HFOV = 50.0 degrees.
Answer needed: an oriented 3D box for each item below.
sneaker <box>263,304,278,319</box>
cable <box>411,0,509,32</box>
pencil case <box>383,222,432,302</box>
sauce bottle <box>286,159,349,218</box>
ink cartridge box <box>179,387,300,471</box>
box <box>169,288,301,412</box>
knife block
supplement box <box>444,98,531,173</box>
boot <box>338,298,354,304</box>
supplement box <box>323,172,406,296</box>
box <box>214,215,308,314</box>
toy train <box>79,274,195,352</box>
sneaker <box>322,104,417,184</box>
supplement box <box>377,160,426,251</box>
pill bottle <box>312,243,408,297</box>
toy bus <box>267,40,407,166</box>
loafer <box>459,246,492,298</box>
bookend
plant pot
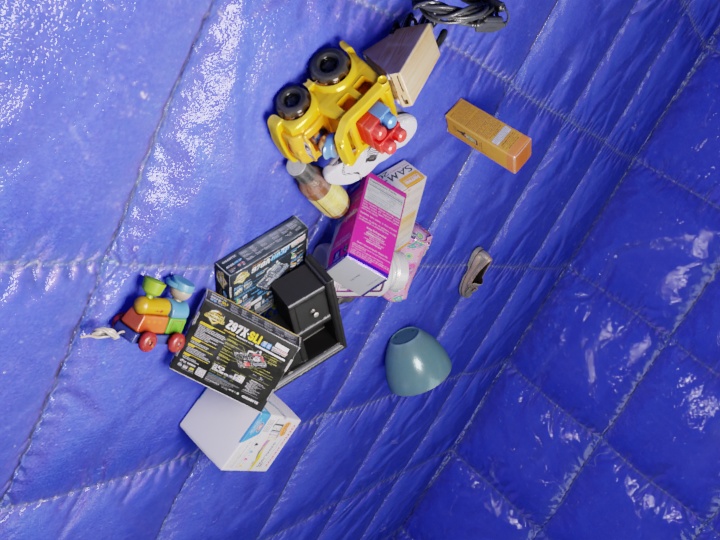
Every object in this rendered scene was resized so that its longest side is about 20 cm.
[{"bbox_3d":[-0.176,0.135,1.609,0.081,0.071,0.203,19,108,-25],"label":"sneaker"},{"bbox_3d":[0.160,-0.470,1.335,0.197,0.164,0.051,-16,145,-40],"label":"cable"},{"bbox_3d":[0.109,-0.020,1.903,0.087,0.087,0.203,-18,139,-49],"label":"pencil case"},{"bbox_3d":[-0.078,-0.158,1.434,0.066,0.066,0.200,-51,156,-2],"label":"sauce bottle"},{"bbox_3d":[-0.253,0.328,1.658,0.148,0.144,0.200,-53,155,1],"label":"ink cartridge box"},{"bbox_3d":[-0.231,0.151,1.424,0.162,0.197,0.050,-58,-166,17],"label":"box"},{"bbox_3d":[0.100,-0.378,1.323,0.173,0.201,0.065,-32,126,-2],"label":"knife block"},{"bbox_3d":[0.281,-0.300,1.707,0.069,0.198,0.067,-48,154,-12],"label":"supplement box"},{"bbox_3d":[-0.058,0.074,1.764,0.202,0.070,0.131,-57,160,17],"label":"boot"},{"bbox_3d":[0.011,-0.072,1.516,0.101,0.102,0.204,-34,-146,52],"label":"supplement box"},{"bbox_3d":[-0.187,0.007,1.480,0.199,0.046,0.161,-35,149,-33],"label":"box"},{"bbox_3d":[-0.351,0.061,1.241,0.199,0.084,0.118,13,102,-62],"label":"toy train"},{"bbox_3d":[-0.002,-0.246,1.410,0.198,0.116,0.075,-35,152,-6],"label":"sneaker"},{"bbox_3d":[0.063,-0.125,1.703,0.125,0.073,0.203,-33,150,-36],"label":"supplement box"},{"bbox_3d":[0.000,0.000,1.635,0.196,0.113,0.114,0,128,-28],"label":"pill bottle"},{"bbox_3d":[-0.026,-0.242,1.275,0.200,0.191,0.136,-45,155,-10],"label":"toy bus"},{"bbox_3d":[0.357,0.019,2.393,0.071,0.063,0.203,-31,147,-35],"label":"loafer"},{"bbox_3d":[-0.140,0.108,1.501,0.196,0.092,0.203,-29,138,-19],"label":"bookend"},{"bbox_3d":[0.148,0.244,2.217,0.199,0.198,0.137,-37,115,-29],"label":"plant pot"}]
